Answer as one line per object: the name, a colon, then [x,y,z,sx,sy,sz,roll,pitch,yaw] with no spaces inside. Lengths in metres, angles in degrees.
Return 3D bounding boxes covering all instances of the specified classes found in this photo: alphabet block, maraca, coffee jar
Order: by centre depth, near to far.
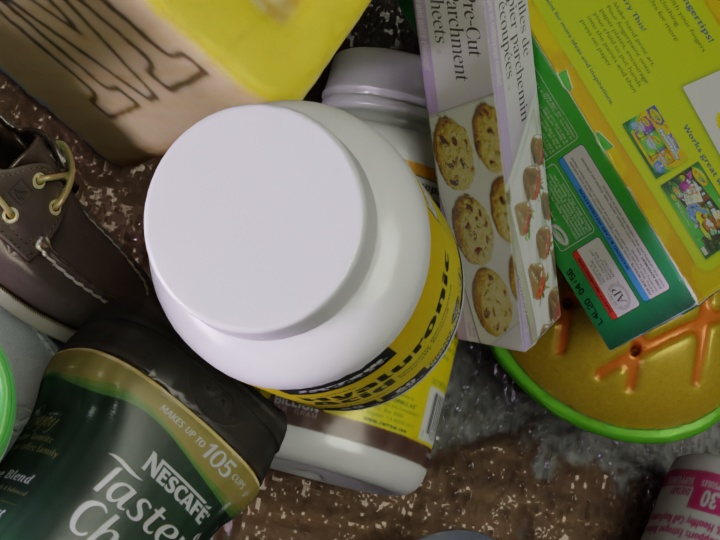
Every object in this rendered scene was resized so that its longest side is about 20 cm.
coffee jar: [-0.116,0.112,0.784,0.104,0.085,0.201,42,65,-23]
alphabet block: [-0.091,-0.185,0.836,0.196,0.200,0.196,39,72,-19]
maraca: [0.115,0.006,0.983,0.199,0.107,0.138,34,67,6]

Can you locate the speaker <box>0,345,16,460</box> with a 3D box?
speaker: [-0.193,0.061,0.765,0.088,0.200,0.089,3,80,-20]

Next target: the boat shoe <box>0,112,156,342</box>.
boat shoe: [-0.165,-0.041,0.855,0.200,0.072,0.059,41,112,-15]

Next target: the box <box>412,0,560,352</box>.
box: [0.057,-0.061,0.855,0.039,0.041,0.202,-39,130,-47]

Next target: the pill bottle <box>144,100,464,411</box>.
pill bottle: [-0.022,-0.005,0.760,0.110,0.200,0.113,-1,82,10]

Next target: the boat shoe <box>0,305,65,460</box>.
boat shoe: [-0.134,0.082,0.868,0.070,0.071,0.202,-33,101,-24]

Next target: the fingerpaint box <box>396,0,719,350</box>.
fingerpaint box: [0.137,-0.090,0.917,0.166,0.073,0.201,-30,87,-37]

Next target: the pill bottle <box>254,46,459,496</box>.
pill bottle: [0.000,0.000,0.919,0.108,0.109,0.202,19,78,-24]

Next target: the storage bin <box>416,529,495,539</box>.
storage bin: [0.011,0.239,0.907,0.199,0.145,0.135,-29,126,-25]

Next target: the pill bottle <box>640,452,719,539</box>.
pill bottle: [0.181,0.208,0.992,0.113,0.113,0.201,30,74,-21]
